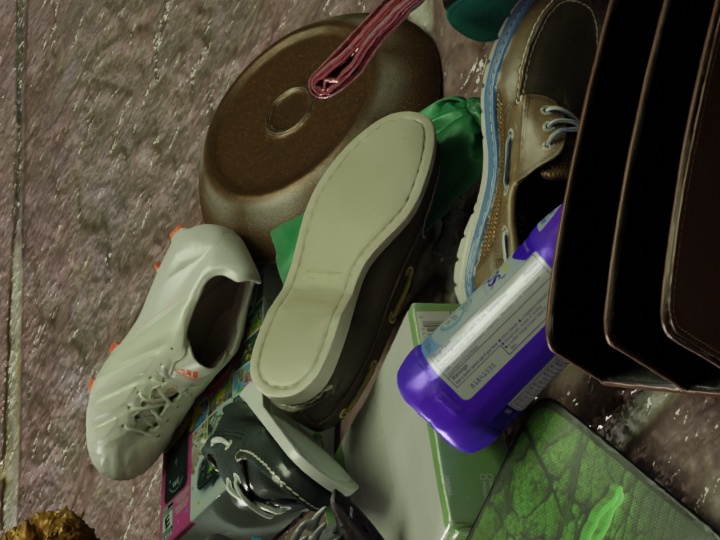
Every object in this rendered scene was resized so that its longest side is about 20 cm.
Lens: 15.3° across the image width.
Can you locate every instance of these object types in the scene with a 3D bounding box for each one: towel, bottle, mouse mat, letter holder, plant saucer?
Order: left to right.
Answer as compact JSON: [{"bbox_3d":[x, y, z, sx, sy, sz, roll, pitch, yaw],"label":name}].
[{"bbox_3d":[-0.038,-0.098,1.792,0.200,0.037,0.200,-25,43,26],"label":"plant saucer"},{"bbox_3d":[0.055,-0.184,1.581,0.144,0.023,0.200,-43,3,39],"label":"towel"},{"bbox_3d":[0.098,0.185,1.378,0.161,0.008,0.200,39,111,44],"label":"mouse mat"},{"bbox_3d":[0.107,0.008,1.416,0.200,0.065,0.084,-46,-1,9],"label":"bottle"},{"bbox_3d":[0.151,-0.053,1.292,0.101,0.142,0.200,5,76,33],"label":"letter holder"}]

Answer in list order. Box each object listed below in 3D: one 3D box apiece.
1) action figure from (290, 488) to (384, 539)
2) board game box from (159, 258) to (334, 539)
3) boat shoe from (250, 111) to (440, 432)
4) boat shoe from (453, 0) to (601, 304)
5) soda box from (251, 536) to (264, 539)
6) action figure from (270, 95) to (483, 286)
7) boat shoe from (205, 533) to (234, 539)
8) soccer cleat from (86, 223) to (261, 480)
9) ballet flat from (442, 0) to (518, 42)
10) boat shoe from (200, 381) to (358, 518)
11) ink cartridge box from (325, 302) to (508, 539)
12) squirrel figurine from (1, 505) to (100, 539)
[{"bbox_3d":[-0.071,0.210,1.515,0.200,0.069,0.130,-33,35,19],"label":"action figure"},{"bbox_3d":[-0.075,0.080,1.808,0.148,0.064,0.200,-44,35,45],"label":"board game box"},{"bbox_3d":[0.000,0.000,1.602,0.072,0.060,0.200,9,66,34],"label":"boat shoe"},{"bbox_3d":[0.111,-0.063,1.521,0.072,0.072,0.200,14,96,61],"label":"boat shoe"},{"bbox_3d":[-0.051,0.254,1.588,0.200,0.068,0.064,-89,24,-53],"label":"soda box"},{"bbox_3d":[0.030,-0.043,1.667,0.200,0.055,0.118,-45,49,25],"label":"action figure"},{"bbox_3d":[-0.086,0.259,1.695,0.068,0.074,0.199,-40,46,26],"label":"boat shoe"},{"bbox_3d":[-0.126,0.063,1.775,0.078,0.069,0.200,47,120,45],"label":"soccer cleat"},{"bbox_3d":[0.115,-0.193,1.605,0.075,0.068,0.200,-62,18,-20],"label":"ballet flat"},{"bbox_3d":[-0.052,0.119,1.595,0.060,0.076,0.200,-48,8,-2],"label":"boat shoe"},{"bbox_3d":[0.031,0.132,1.547,0.200,0.048,0.146,113,153,-52],"label":"ink cartridge box"},{"bbox_3d":[-0.198,0.244,1.801,0.142,0.187,0.200,-68,24,8],"label":"squirrel figurine"}]
